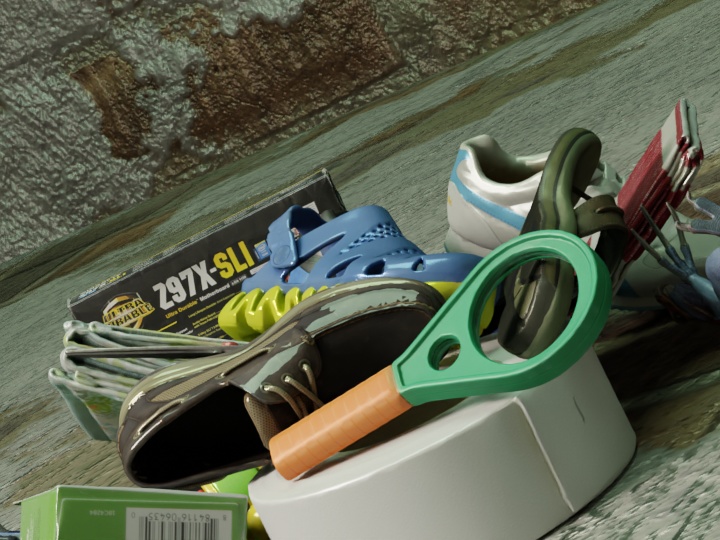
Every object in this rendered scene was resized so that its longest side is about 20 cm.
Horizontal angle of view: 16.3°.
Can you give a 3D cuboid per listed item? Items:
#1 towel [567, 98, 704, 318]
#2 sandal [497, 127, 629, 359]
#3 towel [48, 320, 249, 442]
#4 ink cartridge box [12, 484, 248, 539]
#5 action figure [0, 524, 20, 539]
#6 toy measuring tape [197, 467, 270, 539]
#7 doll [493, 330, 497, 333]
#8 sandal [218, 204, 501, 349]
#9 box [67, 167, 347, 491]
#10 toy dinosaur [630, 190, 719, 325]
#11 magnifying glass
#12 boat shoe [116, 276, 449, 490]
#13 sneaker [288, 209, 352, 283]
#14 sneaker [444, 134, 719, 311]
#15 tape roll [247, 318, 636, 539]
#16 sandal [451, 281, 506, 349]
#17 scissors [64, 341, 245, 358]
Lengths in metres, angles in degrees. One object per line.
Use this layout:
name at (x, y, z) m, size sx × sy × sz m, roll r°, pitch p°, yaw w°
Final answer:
towel at (0.143, -0.003, 1.478) m, size 0.201 × 0.023 × 0.144 m, roll -59°, pitch 2°, yaw 14°
sandal at (0.113, -0.007, 1.353) m, size 0.201 × 0.057 × 0.080 m, roll -74°, pitch 3°, yaw -59°
towel at (-0.091, 0.078, 1.521) m, size 0.170 × 0.048 × 0.200 m, roll 7°, pitch -12°, yaw 4°
ink cartridge box at (-0.133, 0.155, 1.394) m, size 0.103 × 0.060 × 0.200 m, roll 4°, pitch -9°, yaw -15°
action figure at (-0.291, 0.214, 1.580) m, size 0.199 × 0.105 × 0.193 m, roll 1°, pitch 11°, yaw 13°
toy measuring tape at (-0.072, 0.126, 1.518) m, size 0.073 × 0.074 × 0.200 m, roll -27°, pitch 10°, yaw -6°
doll at (0.086, 0.036, 1.655) m, size 0.136 × 0.049 × 0.200 m, roll -36°, pitch 2°, yaw 31°
sandal at (0.000, 0.000, 1.435) m, size 0.199 × 0.079 × 0.087 m, roll -2°, pitch 64°, yaw 44°
box at (-0.076, 0.046, 1.713) m, size 0.199 × 0.160 × 0.049 m, roll -27°, pitch 8°, yaw 0°
toy dinosaur at (0.204, 0.015, 1.349) m, size 0.104 × 0.201 × 0.182 m, roll -9°, pitch -31°, yaw 1°
magnifying glass at (0.039, 0.048, 1.262) m, size 0.199 × 0.022 × 0.080 m, roll -31°, pitch 47°, yaw 18°
boat shoe at (-0.039, 0.070, 1.335) m, size 0.199 × 0.075 × 0.073 m, roll -26°, pitch 23°, yaw 17°
sneaker at (-0.003, 0.024, 1.607) m, size 0.076 × 0.112 × 0.200 m, roll 16°, pitch -11°, yaw 17°
sneaker at (0.146, -0.031, 1.585) m, size 0.199 × 0.081 × 0.077 m, roll 11°, pitch 30°, yaw 20°
tape roll at (0.043, 0.102, 1.333) m, size 0.202 × 0.071 × 0.202 m, roll -26°, pitch 8°, yaw 4°
sandal at (0.051, 0.070, 1.493) m, size 0.201 × 0.048 × 0.075 m, roll -48°, pitch -13°, yaw 24°
scissors at (-0.059, 0.042, 1.382) m, size 0.199 × 0.014 × 0.073 m, roll 4°, pitch -12°, yaw -13°
